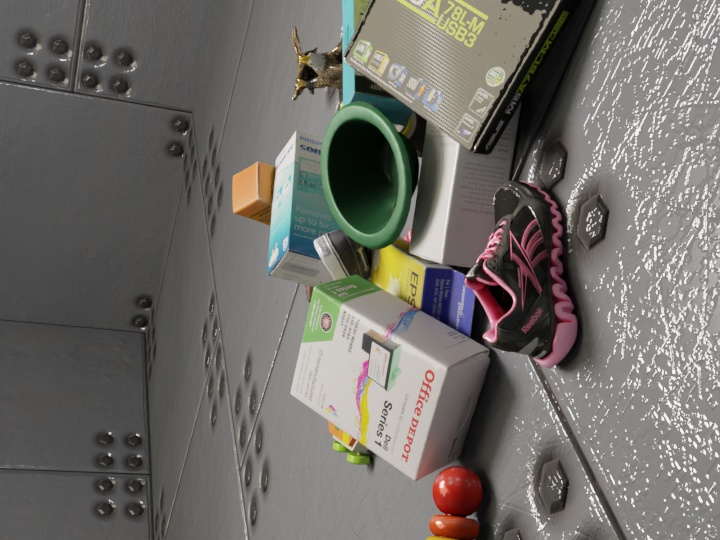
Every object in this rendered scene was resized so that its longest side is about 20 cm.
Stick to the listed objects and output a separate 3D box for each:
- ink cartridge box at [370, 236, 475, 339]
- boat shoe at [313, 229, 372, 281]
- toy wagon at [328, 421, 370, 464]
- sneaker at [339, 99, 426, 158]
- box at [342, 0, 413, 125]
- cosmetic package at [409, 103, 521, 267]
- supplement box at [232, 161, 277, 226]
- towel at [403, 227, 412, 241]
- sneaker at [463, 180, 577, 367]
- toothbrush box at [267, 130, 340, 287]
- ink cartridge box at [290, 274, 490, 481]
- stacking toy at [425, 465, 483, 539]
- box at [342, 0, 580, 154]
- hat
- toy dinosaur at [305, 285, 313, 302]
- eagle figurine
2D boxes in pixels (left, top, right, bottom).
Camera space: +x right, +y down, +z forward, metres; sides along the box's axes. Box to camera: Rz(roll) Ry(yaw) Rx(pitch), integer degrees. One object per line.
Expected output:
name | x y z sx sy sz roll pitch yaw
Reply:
ink cartridge box | 0.062 0.077 1.125 0.200 0.046 0.200 -142 54 -64
boat shoe | 0.000 0.000 1.236 0.072 0.067 0.200 63 -178 32
toy wagon | -0.015 0.186 1.365 0.200 0.039 0.157 -171 88 -70
sneaker | 0.037 -0.200 1.254 0.075 0.084 0.200 -50 34 12
box | 0.022 -0.278 1.151 0.049 0.081 0.202 125 149 -59
cosmetic package | 0.115 -0.109 1.047 0.102 0.073 0.203 -154 69 -70
supplement box | -0.101 -0.101 1.456 0.066 0.199 0.070 -23 63 40
towel | 0.061 0.022 1.230 0.200 0.022 0.146 127 145 -56
sneaker | 0.143 -0.006 0.902 0.079 0.094 0.202 120 151 -51
toothbrush box | -0.048 -0.080 1.357 0.085 0.145 0.202 -44 37 51
ink cartridge box | 0.029 0.116 1.058 0.199 0.084 0.146 29 116 33
stacking toy | 0.093 0.304 0.974 0.085 0.084 0.202 155 124 -67
box | 0.100 -0.252 0.963 0.200 0.047 0.194 40 114 26
hat | 0.062 -0.126 1.137 0.200 0.175 0.167 38 129 44
toy dinosaur | -0.080 -0.014 1.470 0.200 0.134 0.087 136 137 -62
eagle figurine | -0.031 -0.332 1.498 0.199 0.151 0.153 -11 116 40
